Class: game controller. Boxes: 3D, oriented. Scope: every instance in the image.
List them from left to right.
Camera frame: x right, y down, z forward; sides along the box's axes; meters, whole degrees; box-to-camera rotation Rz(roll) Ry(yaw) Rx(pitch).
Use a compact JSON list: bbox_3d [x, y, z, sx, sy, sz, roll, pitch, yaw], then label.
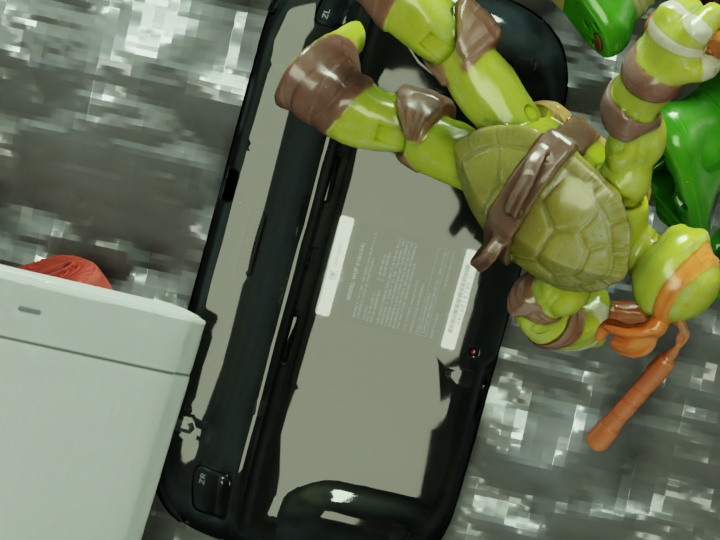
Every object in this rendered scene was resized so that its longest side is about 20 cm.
[{"bbox_3d":[0.000,0.000,0.965,0.104,0.042,0.200,15,94,-10],"label":"game controller"}]

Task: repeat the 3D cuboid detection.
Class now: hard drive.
[{"bbox_3d":[-0.136,0.096,0.915,0.132,0.027,0.200,14,96,-34],"label":"hard drive"}]

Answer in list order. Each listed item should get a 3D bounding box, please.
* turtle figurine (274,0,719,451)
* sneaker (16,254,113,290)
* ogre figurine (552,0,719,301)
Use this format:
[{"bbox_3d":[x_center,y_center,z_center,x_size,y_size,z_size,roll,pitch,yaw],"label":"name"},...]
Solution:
[{"bbox_3d":[0.050,-0.026,0.886,0.161,0.200,0.064,38,57,13],"label":"turtle figurine"},{"bbox_3d":[-0.137,0.094,0.974,0.200,0.078,0.116,-41,111,0],"label":"sneaker"},{"bbox_3d":[0.125,-0.090,0.908,0.120,0.098,0.200,-33,99,-8],"label":"ogre figurine"}]
